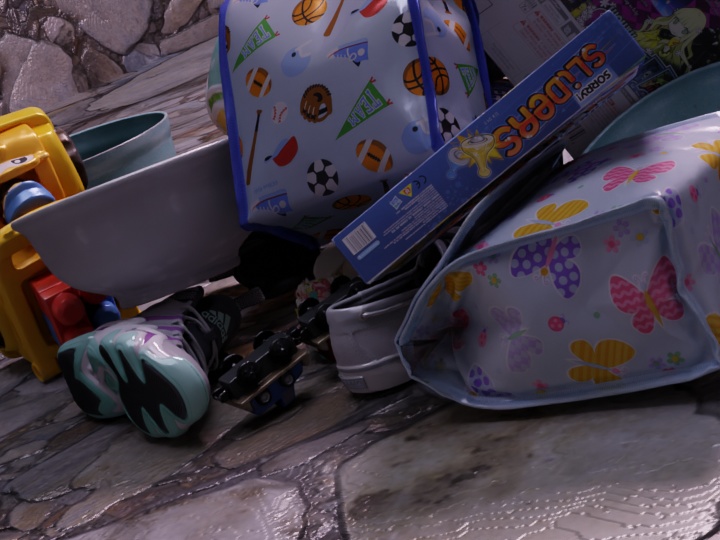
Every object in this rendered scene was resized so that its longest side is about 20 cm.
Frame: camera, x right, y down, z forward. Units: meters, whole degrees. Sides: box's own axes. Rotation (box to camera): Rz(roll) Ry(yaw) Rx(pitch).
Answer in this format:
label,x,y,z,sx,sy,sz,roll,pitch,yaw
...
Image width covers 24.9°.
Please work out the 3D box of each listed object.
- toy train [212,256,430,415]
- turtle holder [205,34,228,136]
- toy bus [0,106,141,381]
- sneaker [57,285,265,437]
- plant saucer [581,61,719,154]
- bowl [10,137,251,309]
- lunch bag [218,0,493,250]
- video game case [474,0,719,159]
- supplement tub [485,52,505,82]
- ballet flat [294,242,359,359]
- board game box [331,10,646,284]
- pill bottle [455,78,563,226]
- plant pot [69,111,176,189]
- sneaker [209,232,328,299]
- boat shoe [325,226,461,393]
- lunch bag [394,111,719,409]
label,x,y,z,sx,sy,sz,roll,pitch,yaw
toy train,-0.015,0.035,1.086,0.200,0.046,0.034,-36,25,-23
turtle holder,-0.056,-0.142,1.326,0.131,0.187,0.141,-20,-15,39
toy bus,-0.257,-0.013,1.322,0.135,0.201,0.192,-26,24,-16
sneaker,-0.118,0.049,1.141,0.139,0.078,0.200,-28,18,-27
plant saucer,0.226,-0.064,1.092,0.199,0.036,0.200,-29,30,19
bowl,-0.147,-0.030,1.198,0.200,0.091,0.201,-21,4,2
lunch bag,-0.003,-0.136,1.126,0.169,0.201,0.124,-20,-19,25
video game case,0.169,-0.197,1.157,0.181,0.200,0.036,-33,21,27
supplement tub,0.088,-0.196,1.263,0.199,0.108,0.107,-21,15,-18
ballet flat,0.000,0.000,1.193,0.075,0.064,0.200,-16,15,16
board game box,0.078,-0.070,0.961,0.200,0.035,0.135,-39,-3,9
pill bottle,0.099,-0.074,1.234,0.111,0.112,0.200,-17,15,10
plant pot,-0.255,-0.053,1.558,0.199,0.135,0.200,-19,15,5
sneaker,-0.097,-0.018,1.324,0.199,0.078,0.140,-11,17,30
boat shoe,0.060,0.009,1.076,0.199,0.069,0.072,-27,17,-24
lunch bag,0.129,-0.006,0.945,0.199,0.128,0.169,-16,13,37
